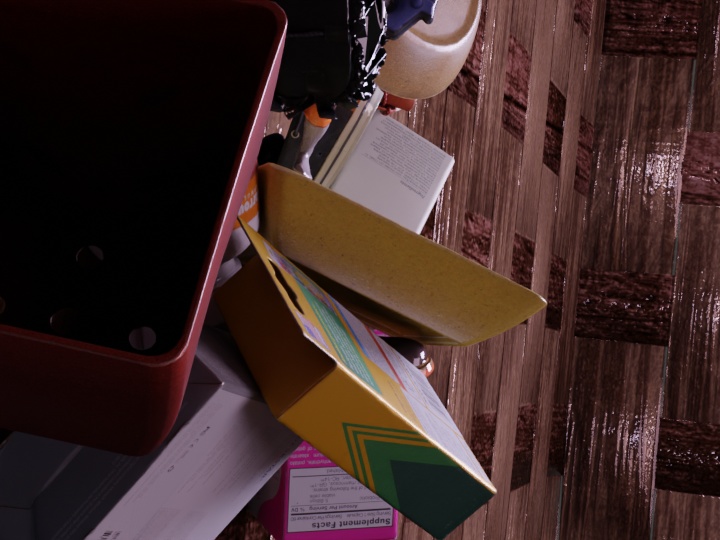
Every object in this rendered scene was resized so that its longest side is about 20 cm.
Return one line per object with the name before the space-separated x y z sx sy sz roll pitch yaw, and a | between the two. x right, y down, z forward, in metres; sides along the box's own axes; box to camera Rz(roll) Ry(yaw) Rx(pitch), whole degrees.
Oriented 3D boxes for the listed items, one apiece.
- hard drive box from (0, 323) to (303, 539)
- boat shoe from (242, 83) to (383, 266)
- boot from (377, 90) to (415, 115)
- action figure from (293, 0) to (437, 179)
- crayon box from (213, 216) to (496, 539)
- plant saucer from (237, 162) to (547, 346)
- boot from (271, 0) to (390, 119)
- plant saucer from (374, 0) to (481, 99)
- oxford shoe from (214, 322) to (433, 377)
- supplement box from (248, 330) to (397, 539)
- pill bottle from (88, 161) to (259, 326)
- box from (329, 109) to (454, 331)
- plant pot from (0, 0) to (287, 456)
hard drive box | -0.123 0.110 1.049 0.156 0.077 0.200 -48 162 2
boat shoe | -0.054 -0.072 1.324 0.200 0.062 0.075 -57 -173 32
boot | -0.011 -0.157 1.356 0.200 0.107 0.075 -32 166 -37
action figure | -0.057 -0.190 1.222 0.194 0.200 0.105 -57 -178 7
crayon box | -0.013 0.067 1.064 0.200 0.052 0.126 42 10 -39
plant saucer | 0.000 0.000 1.180 0.048 0.200 0.200 -66 -167 -8
boot | -0.070 -0.191 1.120 0.073 0.162 0.198 -55 146 -57
plant saucer | 0.035 -0.230 1.328 0.200 0.035 0.200 18 66 -47
oxford shoe | -0.050 0.049 1.198 0.071 0.200 0.073 -72 162 -76
supplement box | -0.028 0.110 1.418 0.101 0.103 0.200 -151 -117 -68
pill bottle | -0.118 -0.069 1.079 0.112 0.112 0.200 -55 146 -61
box | -0.002 -0.026 1.345 0.068 0.082 0.200 -52 -173 48
plant pot | -0.154 -0.017 0.859 0.176 0.200 0.200 94 9 -59
